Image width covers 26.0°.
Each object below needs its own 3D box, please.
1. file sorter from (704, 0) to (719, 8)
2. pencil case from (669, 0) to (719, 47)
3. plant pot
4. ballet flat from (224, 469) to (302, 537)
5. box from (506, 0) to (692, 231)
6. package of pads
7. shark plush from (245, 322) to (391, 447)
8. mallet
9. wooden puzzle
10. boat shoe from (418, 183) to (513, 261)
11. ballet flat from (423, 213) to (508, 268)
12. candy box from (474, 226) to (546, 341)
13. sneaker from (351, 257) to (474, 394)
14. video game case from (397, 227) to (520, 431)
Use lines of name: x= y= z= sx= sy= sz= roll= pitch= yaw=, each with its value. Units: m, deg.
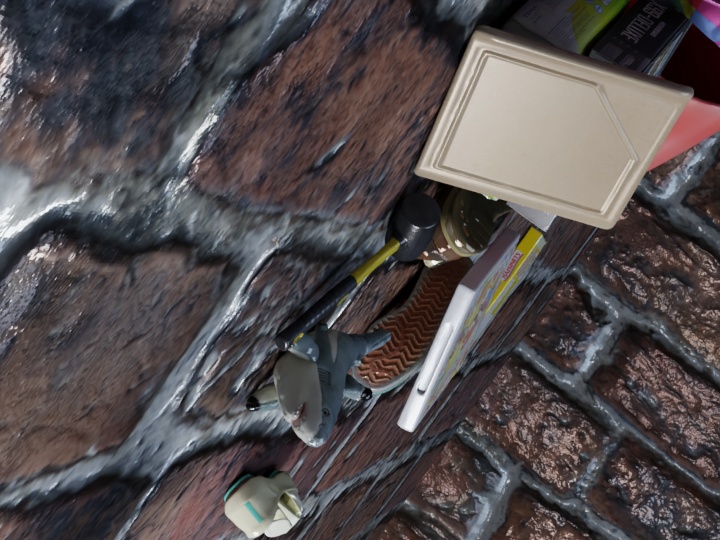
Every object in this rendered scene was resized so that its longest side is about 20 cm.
file sorter: x=0.279 y=-0.309 z=1.123 sx=0.139 sy=0.125 sz=0.201 roll=127 pitch=-14 yaw=-64
pencil case: x=0.288 y=-0.265 z=1.330 sx=0.088 sy=0.200 sz=0.088 roll=-45 pitch=175 yaw=-5
plant pot: x=0.307 y=-0.204 z=1.632 sx=0.200 sy=0.200 sz=0.177 roll=-45 pitch=176 yaw=-37
ballet flat: x=-0.096 y=0.252 z=1.647 sx=0.070 sy=0.069 sz=0.200 roll=-53 pitch=169 yaw=2
box: x=0.221 y=-0.151 z=1.413 sx=0.158 sy=0.050 sz=0.201 roll=-46 pitch=167 yaw=-44
package of pads: x=0.155 y=-0.172 z=1.381 sx=0.155 sy=0.068 sz=0.201 roll=-46 pitch=166 yaw=-39
shark plush: x=-0.027 y=0.101 z=1.416 sx=0.091 sy=0.083 sz=0.200 roll=-57 pitch=168 yaw=17
mallet: x=0.000 y=0.000 z=1.353 sx=0.200 sy=0.041 sz=0.066 roll=-40 pitch=167 yaw=-39
wooden puzzle: x=0.157 y=-0.119 z=1.301 sx=0.200 sy=0.183 sz=0.037 roll=114 pitch=-11 yaw=-54
boat shoe: x=0.101 y=-0.069 z=1.507 sx=0.067 sy=0.072 sz=0.200 roll=-21 pitch=-163 yaw=31
ballet flat: x=0.133 y=-0.073 z=1.685 sx=0.200 sy=0.057 sz=0.066 roll=-43 pitch=-166 yaw=-24
candy box: x=0.207 y=0.027 z=2.313 sx=0.201 sy=0.026 sz=0.102 roll=-54 pitch=167 yaw=1
sneaker: x=0.058 y=0.069 z=1.707 sx=0.200 sy=0.071 sz=0.080 roll=-49 pitch=164 yaw=-28
video game case: x=0.110 y=0.062 z=1.705 sx=0.183 sy=0.023 sz=0.200 roll=-68 pitch=170 yaw=25
